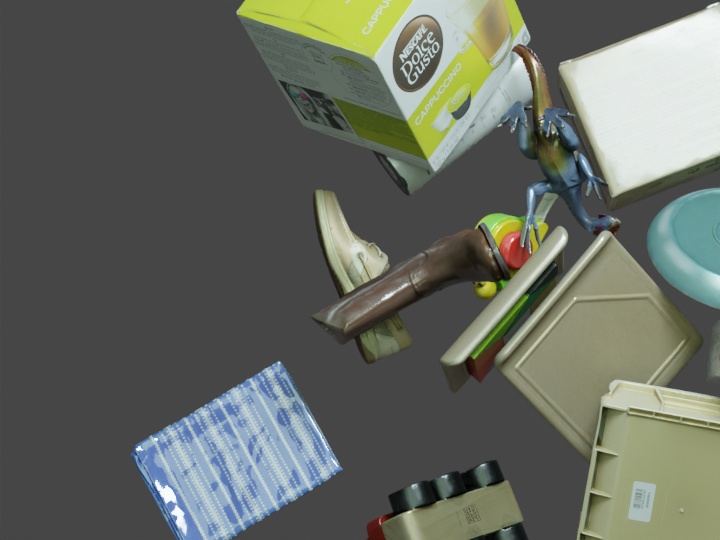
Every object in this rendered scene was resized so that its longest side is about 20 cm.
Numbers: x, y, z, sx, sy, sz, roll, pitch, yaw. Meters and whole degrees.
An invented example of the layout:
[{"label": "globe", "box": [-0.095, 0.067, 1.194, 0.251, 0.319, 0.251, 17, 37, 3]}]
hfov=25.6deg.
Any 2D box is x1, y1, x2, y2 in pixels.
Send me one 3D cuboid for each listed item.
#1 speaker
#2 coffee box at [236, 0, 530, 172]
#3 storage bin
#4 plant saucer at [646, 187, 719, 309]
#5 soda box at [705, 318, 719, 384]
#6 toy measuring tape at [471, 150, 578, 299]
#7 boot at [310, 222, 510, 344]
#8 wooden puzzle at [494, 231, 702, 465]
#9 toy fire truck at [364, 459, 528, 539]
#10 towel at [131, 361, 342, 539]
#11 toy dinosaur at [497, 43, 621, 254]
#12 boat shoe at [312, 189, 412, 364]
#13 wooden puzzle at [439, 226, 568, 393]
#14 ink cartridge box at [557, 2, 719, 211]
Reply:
[{"label": "speaker", "box": [0.110, -0.175, 1.784, 0.199, 0.081, 0.081, -38, 78, -3]}, {"label": "coffee box", "box": [0.027, -0.263, 1.702, 0.199, 0.198, 0.201, 23, 69, 35]}, {"label": "storage bin", "box": [0.331, 0.235, 1.643, 0.196, 0.094, 0.203, 10, 102, 7]}, {"label": "plant saucer", "box": [0.407, -0.029, 1.697, 0.197, 0.028, 0.201, 1, 41, -1]}, {"label": "soda box", "box": [0.405, 0.082, 1.646, 0.067, 0.200, 0.065, 8, 83, 6]}, {"label": "toy measuring tape", "box": [0.174, -0.061, 1.759, 0.073, 0.074, 0.201, 28, 82, 9]}, {"label": "boot", "box": [0.048, 0.022, 1.644, 0.198, 0.186, 0.065, -26, 93, -7]}, {"label": "wooden puzzle", "box": [0.253, 0.085, 1.686, 0.185, 0.037, 0.200, -48, 118, -6]}, {"label": "toy fire truck", "box": [0.060, 0.304, 1.674, 0.199, 0.175, 0.130, -33, 74, 41]}, {"label": "towel", "box": [-0.139, 0.210, 1.756, 0.199, 0.024, 0.146, -30, 79, -2]}, {"label": "toy dinosaur", "box": [0.230, -0.119, 1.720, 0.104, 0.181, 0.202, -5, 62, 29]}, {"label": "boat shoe", "box": [0.000, 0.000, 1.767, 0.064, 0.071, 0.202, -20, 88, -4]}, {"label": "wooden puzzle", "box": [0.157, 0.049, 1.673, 0.037, 0.200, 0.185, 41, 84, 10]}, {"label": "ink cartridge box", "box": [0.339, -0.181, 1.769, 0.198, 0.075, 0.167, -20, 76, 1]}]
